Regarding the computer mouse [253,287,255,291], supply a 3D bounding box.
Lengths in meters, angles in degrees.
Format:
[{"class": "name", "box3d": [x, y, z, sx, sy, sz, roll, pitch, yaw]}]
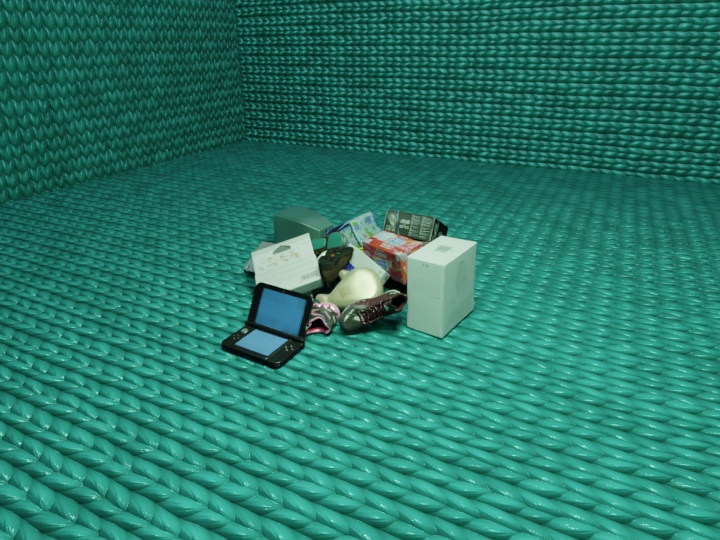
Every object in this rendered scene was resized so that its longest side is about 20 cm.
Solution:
[{"class": "computer mouse", "box3d": [-0.243, 0.019, 1.644, 0.194, 0.035, 0.059, -27, 47, -9]}]

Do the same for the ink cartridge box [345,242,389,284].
[{"class": "ink cartridge box", "box3d": [0.000, 0.000, 1.643, 0.199, 0.096, 0.037, 40, 3, 41]}]

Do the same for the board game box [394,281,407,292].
[{"class": "board game box", "box3d": [0.181, -0.001, 1.725, 0.158, 0.059, 0.201, -5, 23, -15]}]

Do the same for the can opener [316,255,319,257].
[{"class": "can opener", "box3d": [-0.193, -0.028, 1.810, 0.191, 0.082, 0.064, 1, -16, -4]}]

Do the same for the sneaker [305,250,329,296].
[{"class": "sneaker", "box3d": [-0.117, 0.020, 1.639, 0.087, 0.078, 0.200, 34, 66, 23]}]

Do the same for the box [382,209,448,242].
[{"class": "box", "box3d": [0.204, -0.150, 1.948, 0.194, 0.090, 0.162, 13, -1, 29]}]

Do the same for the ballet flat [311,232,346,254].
[{"class": "ballet flat", "box3d": [-0.094, -0.082, 1.761, 0.071, 0.071, 0.196, 19, -20, -39]}]

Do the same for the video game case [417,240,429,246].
[{"class": "video game case", "box3d": [0.164, -0.075, 1.796, 0.177, 0.025, 0.197, -12, 14, -37]}]

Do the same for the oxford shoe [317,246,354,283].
[{"class": "oxford shoe", "box3d": [-0.073, -0.019, 1.598, 0.070, 0.088, 0.200, 4, 23, 24]}]

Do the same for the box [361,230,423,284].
[{"class": "box", "box3d": [0.101, -0.044, 1.635, 0.098, 0.099, 0.197, -26, 28, -27]}]

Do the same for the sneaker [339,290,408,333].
[{"class": "sneaker", "box3d": [0.040, 0.100, 1.389, 0.195, 0.078, 0.115, -26, 2, -18]}]

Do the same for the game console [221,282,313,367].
[{"class": "game console", "box3d": [-0.237, 0.132, 1.346, 0.193, 0.123, 0.170, 12, 25, 28]}]

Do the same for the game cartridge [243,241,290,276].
[{"class": "game cartridge", "box3d": [-0.279, -0.025, 1.745, 0.194, 0.039, 0.131, 14, 54, 31]}]

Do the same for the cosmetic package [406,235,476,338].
[{"class": "cosmetic package", "box3d": [0.221, 0.039, 1.446, 0.120, 0.208, 0.197, 12, 25, 34]}]

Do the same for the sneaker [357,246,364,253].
[{"class": "sneaker", "box3d": [-0.052, -0.014, 1.738, 0.193, 0.087, 0.074, -15, 13, 16]}]

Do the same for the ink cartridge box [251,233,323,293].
[{"class": "ink cartridge box", "box3d": [-0.222, -0.003, 1.593, 0.193, 0.045, 0.180, -18, 54, -2]}]

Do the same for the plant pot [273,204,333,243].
[{"class": "plant pot", "box3d": [-0.200, -0.135, 1.940, 0.194, 0.147, 0.140, 18, 29, 30]}]

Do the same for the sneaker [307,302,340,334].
[{"class": "sneaker", "box3d": [-0.154, 0.130, 1.423, 0.191, 0.082, 0.097, 3, 34, 11]}]

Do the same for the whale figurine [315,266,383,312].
[{"class": "whale figurine", "box3d": [-0.027, 0.078, 1.510, 0.194, 0.105, 0.163, -23, 66, -3]}]

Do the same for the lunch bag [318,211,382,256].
[{"class": "lunch bag", "box3d": [-0.041, -0.106, 1.869, 0.197, 0.130, 0.169, -32, -1, 39]}]
